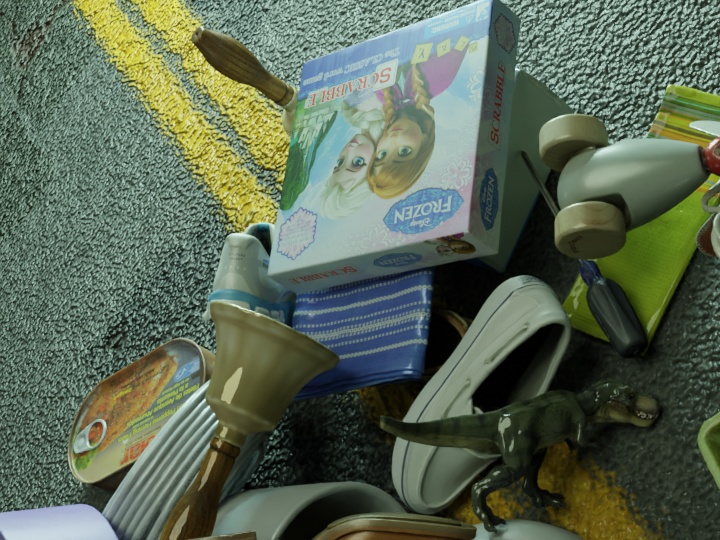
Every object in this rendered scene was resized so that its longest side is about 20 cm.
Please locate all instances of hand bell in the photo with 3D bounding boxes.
[{"bbox_3d":[-0.102,0.135,0.938,0.104,0.104,0.201,11,73,48],"label":"hand bell"},{"bbox_3d":[-0.075,-0.165,1.182,0.104,0.200,0.105,-24,50,33],"label":"hand bell"}]

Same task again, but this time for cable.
[{"bbox_3d":[-0.142,0.172,1.068,0.069,0.200,0.201,36,85,7],"label":"cable"}]

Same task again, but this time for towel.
[{"bbox_3d":[0.000,0.000,1.021,0.144,0.024,0.202,-14,61,40],"label":"towel"},{"bbox_3d":[0.217,-0.040,0.951,0.086,0.018,0.201,22,84,50],"label":"towel"}]

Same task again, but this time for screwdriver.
[{"bbox_3d":[0.161,-0.016,0.960,0.028,0.029,0.201,-38,48,19],"label":"screwdriver"}]

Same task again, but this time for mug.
[{"bbox_3d":[-0.062,0.244,0.971,0.153,0.149,0.188,-3,58,53],"label":"mug"}]

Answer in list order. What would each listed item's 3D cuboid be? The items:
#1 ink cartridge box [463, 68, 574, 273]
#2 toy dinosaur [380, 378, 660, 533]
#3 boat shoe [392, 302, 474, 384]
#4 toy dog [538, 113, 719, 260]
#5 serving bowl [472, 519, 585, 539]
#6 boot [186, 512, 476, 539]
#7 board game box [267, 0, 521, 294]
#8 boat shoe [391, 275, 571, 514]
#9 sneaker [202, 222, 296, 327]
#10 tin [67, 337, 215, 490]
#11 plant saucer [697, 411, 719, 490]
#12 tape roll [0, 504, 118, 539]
[{"bbox_3d":[0.060,-0.098,1.093,0.199,0.086,0.147,20,83,47],"label":"ink cartridge box"},{"bbox_3d":[0.107,0.125,0.883,0.047,0.198,0.089,-150,55,-69],"label":"toy dinosaur"},{"bbox_3d":[0.039,0.051,1.032,0.199,0.074,0.076,10,74,47],"label":"boat shoe"},{"bbox_3d":[0.220,-0.055,0.902,0.199,0.096,0.133,12,74,25],"label":"toy dog"},{"bbox_3d":[0.084,0.256,0.854,0.199,0.066,0.201,-19,55,28],"label":"serving bowl"},{"bbox_3d":[-0.015,0.241,0.838,0.077,0.198,0.157,124,139,-78],"label":"boot"},{"bbox_3d":[0.025,-0.094,1.008,0.199,0.041,0.201,-13,60,39],"label":"board game box"},{"bbox_3d":[0.089,0.102,0.930,0.201,0.072,0.066,-57,27,16],"label":"boat shoe"},{"bbox_3d":[-0.076,0.005,1.098,0.074,0.200,0.087,4,87,8],"label":"sneaker"},{"bbox_3d":[-0.208,0.142,1.255,0.199,0.042,0.113,-29,45,31],"label":"tin"},{"bbox_3d":[0.316,0.123,0.728,0.200,0.048,0.201,-39,44,22],"label":"plant saucer"},{"bbox_3d":[-0.243,0.282,0.981,0.199,0.084,0.202,0,90,57],"label":"tape roll"}]
